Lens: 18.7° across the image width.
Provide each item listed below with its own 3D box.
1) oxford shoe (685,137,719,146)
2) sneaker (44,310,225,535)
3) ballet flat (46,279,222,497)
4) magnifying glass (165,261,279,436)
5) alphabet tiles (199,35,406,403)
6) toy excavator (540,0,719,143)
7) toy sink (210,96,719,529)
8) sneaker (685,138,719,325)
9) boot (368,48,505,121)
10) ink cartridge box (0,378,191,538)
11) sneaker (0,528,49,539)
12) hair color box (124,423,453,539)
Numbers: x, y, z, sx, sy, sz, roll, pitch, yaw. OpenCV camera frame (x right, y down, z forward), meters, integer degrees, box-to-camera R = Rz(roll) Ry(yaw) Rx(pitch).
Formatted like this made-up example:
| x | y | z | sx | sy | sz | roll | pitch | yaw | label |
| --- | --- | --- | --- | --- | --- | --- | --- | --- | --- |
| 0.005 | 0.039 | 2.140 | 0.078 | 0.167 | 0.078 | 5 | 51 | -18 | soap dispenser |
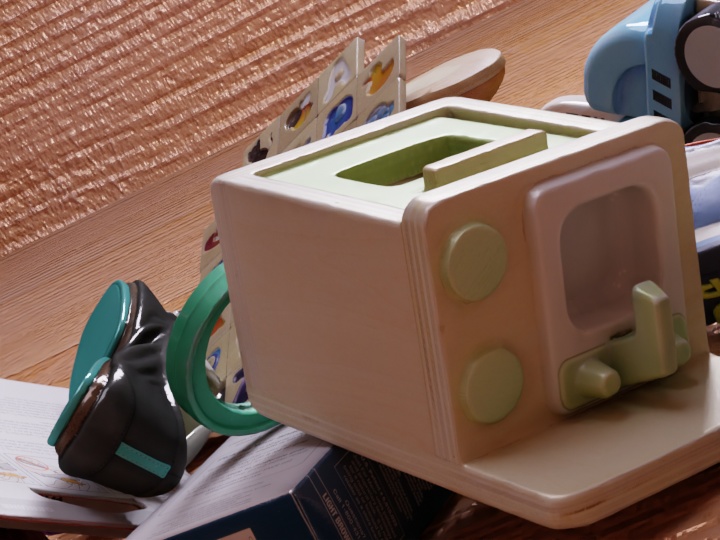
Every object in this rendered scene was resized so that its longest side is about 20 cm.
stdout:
| x | y | z | sx | sy | sz | roll | pitch | yaw | label |
| --- | --- | --- | --- | --- | --- | --- | --- | --- | --- |
| 0.129 | -0.012 | 1.073 | 0.199 | 0.072 | 0.073 | -24 | -1 | 3 | oxford shoe |
| -0.134 | 0.088 | 1.262 | 0.083 | 0.081 | 0.200 | -34 | 2 | 31 | sneaker |
| -0.103 | 0.060 | 1.007 | 0.068 | 0.068 | 0.200 | -58 | 9 | 13 | ballet flat |
| 0.000 | 0.000 | 0.943 | 0.200 | 0.080 | 0.022 | -36 | 41 | -25 | magnifying glass |
| -0.031 | -0.022 | 1.064 | 0.166 | 0.006 | 0.201 | -43 | 29 | 33 | alphabet tiles |
| 0.163 | -0.094 | 1.272 | 0.199 | 0.195 | 0.100 | 16 | 36 | 34 | toy excavator |
| 0.054 | 0.004 | 0.841 | 0.130 | 0.113 | 0.200 | -21 | 22 | -31 | toy sink |
| 0.107 | -0.015 | 0.998 | 0.199 | 0.074 | 0.083 | -8 | 57 | 23 | sneaker |
| 0.035 | -0.018 | 1.123 | 0.201 | 0.144 | 0.071 | -27 | 8 | 45 | boot |
| -0.160 | 0.096 | 0.993 | 0.199 | 0.045 | 0.176 | 12 | 13 | -44 | ink cartridge box |
| -0.198 | 0.165 | 1.005 | 0.082 | 0.078 | 0.200 | -38 | -4 | 25 | sneaker |
| -0.015 | 0.091 | 0.937 | 0.100 | 0.061 | 0.200 | -22 | 11 | 29 | hair color box |
